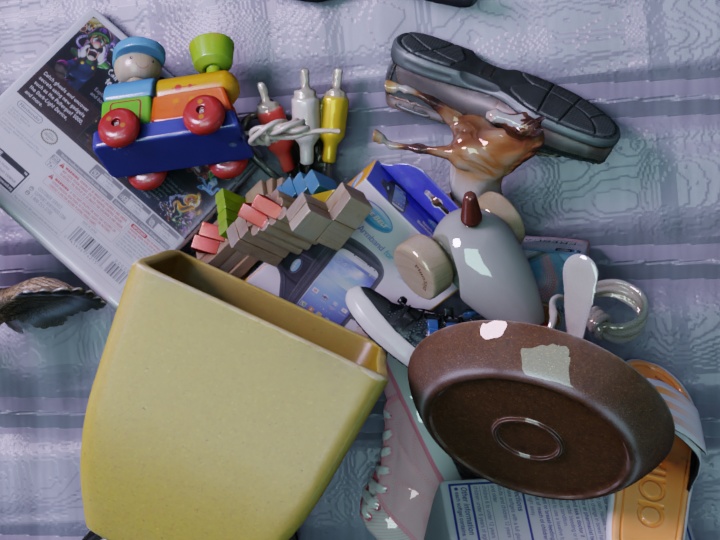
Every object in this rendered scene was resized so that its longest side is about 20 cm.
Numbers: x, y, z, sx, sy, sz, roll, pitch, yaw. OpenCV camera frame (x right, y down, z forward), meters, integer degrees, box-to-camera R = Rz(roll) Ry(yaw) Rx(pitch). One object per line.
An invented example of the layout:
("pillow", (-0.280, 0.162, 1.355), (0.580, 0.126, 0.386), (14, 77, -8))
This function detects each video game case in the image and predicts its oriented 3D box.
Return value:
("video game case", (-0.215, -0.095, 1.190), (0.200, 0.023, 0.182), (41, 75, 3))

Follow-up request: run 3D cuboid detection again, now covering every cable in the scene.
("cable", (-0.046, -0.067, 1.182), (0.097, 0.050, 0.201), (-10, 96, -1))

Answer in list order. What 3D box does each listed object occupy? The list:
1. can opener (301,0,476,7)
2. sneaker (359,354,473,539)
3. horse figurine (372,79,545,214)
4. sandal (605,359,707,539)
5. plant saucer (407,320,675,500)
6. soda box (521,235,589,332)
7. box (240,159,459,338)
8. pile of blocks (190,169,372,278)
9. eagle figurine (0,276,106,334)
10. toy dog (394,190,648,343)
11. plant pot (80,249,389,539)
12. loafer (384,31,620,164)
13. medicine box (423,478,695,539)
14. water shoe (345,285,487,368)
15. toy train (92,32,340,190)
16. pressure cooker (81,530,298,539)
("can opener", (0.005, -0.256, 1.146), (0.199, 0.079, 0.064), (11, 63, 8))
("sneaker", (0.032, 0.162, 1.191), (0.104, 0.075, 0.201), (-20, 104, 13))
("horse figurine", (0.073, -0.072, 1.133), (0.132, 0.050, 0.201), (16, 138, 8))
("sandal", (0.233, 0.145, 1.093), (0.079, 0.207, 0.059), (11, 139, -1))
("plant saucer", (0.125, 0.111, 1.018), (0.199, 0.035, 0.201), (15, 145, 10))
("soda box", (0.147, 0.076, 1.157), (0.063, 0.068, 0.201), (5, 102, 13))
("box", (0.000, 0.000, 1.153), (0.119, 0.042, 0.200), (43, 126, -11))
("pile of blocks", (-0.076, -0.049, 1.124), (0.200, 0.062, 0.082), (-17, 58, 47))
("eagle figurine", (-0.314, 0.018, 1.179), (0.200, 0.151, 0.151), (-46, 47, 27))
("toy dog", (0.119, 0.011, 1.039), (0.199, 0.096, 0.132), (28, 65, 12))
("plant pot", (-0.107, 0.117, 1.057), (0.194, 0.196, 0.201), (25, 94, -1))
("loafer", (0.111, -0.128, 1.141), (0.199, 0.072, 0.063), (27, 124, 14))
("medicine box", (0.163, 0.261, 1.091), (0.199, 0.183, 0.103), (-1, 140, -9))
("water shoe", (0.082, 0.059, 1.111), (0.200, 0.072, 0.079), (36, 92, 2))
("toy train", (-0.114, -0.143, 1.145), (0.199, 0.085, 0.116), (-8, 63, 9))
("pressure cooker", (-0.158, 0.267, 1.191), (0.178, 0.200, 0.176), (31, 107, 6))
